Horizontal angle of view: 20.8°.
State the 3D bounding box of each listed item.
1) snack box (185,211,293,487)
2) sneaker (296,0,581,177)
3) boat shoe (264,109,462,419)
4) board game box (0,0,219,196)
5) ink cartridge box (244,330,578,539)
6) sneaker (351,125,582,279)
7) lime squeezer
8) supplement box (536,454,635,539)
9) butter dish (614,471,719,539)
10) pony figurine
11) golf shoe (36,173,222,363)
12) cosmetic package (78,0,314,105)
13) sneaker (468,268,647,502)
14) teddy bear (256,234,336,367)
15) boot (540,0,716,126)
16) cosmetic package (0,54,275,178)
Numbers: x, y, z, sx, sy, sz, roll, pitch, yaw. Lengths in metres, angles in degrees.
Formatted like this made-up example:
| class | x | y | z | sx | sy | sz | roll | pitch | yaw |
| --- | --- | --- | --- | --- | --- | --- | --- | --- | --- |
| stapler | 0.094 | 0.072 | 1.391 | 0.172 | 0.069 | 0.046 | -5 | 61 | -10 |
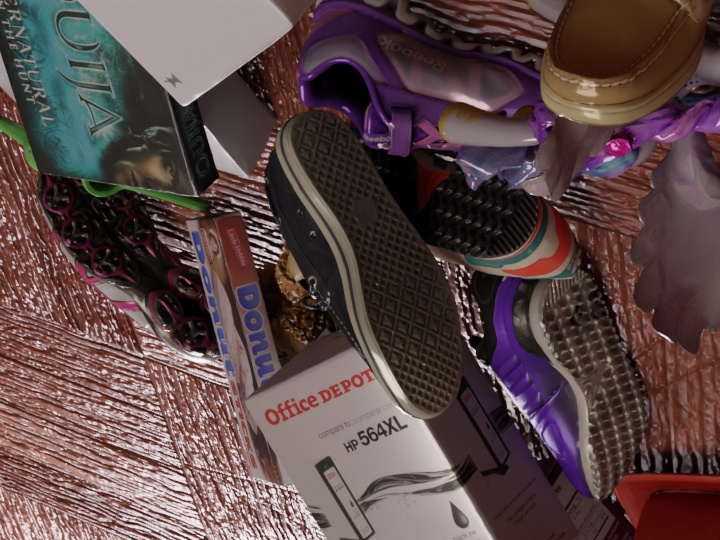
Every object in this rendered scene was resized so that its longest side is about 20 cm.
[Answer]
| class | x | y | z | sx | sy | sz | roll | pitch | yaw |
| --- | --- | --- | --- | --- | --- | --- | --- | --- | --- |
| snack box | -0.083 | 0.057 | 1.441 | 0.072 | 0.024 | 0.202 | 0 | 105 | 69 |
| sneaker | 0.044 | -0.098 | 1.174 | 0.199 | 0.089 | 0.081 | 27 | 145 | 12 |
| boat shoe | 0.000 | 0.000 | 1.197 | 0.201 | 0.074 | 0.062 | 62 | 144 | 8 |
| board game box | -0.168 | -0.143 | 1.200 | 0.134 | 0.028 | 0.201 | 10 | 128 | 33 |
| ink cartridge box | 0.033 | 0.134 | 1.352 | 0.146 | 0.084 | 0.201 | -28 | 96 | 43 |
| sneaker | 0.057 | -0.033 | 1.259 | 0.199 | 0.071 | 0.093 | 19 | 171 | 45 |
| lime squeezer | -0.202 | -0.076 | 1.416 | 0.199 | 0.038 | 0.071 | 22 | 170 | -6 |
| supplement box | 0.155 | 0.248 | 1.491 | 0.200 | 0.103 | 0.131 | 47 | 146 | -15 |
| butter dish | 0.264 | 0.246 | 1.347 | 0.199 | 0.148 | 0.200 | -3 | 130 | 45 |
| pony figurine | 0.138 | -0.079 | 1.013 | 0.199 | 0.194 | 0.167 | 10 | 149 | 48 |
| golf shoe | -0.178 | -0.003 | 1.512 | 0.200 | 0.073 | 0.092 | 47 | 160 | -4 |
| cosmetic package | -0.083 | -0.235 | 1.016 | 0.199 | 0.200 | 0.123 | 44 | 146 | -14 |
| sneaker | 0.126 | 0.067 | 1.333 | 0.099 | 0.070 | 0.201 | 15 | 138 | 41 |
| teddy bear | -0.025 | 0.047 | 1.454 | 0.144 | 0.067 | 0.201 | 16 | 135 | 21 |
| boot | 0.137 | -0.176 | 0.887 | 0.072 | 0.200 | 0.156 | 21 | 143 | 24 |
| cosmetic package | -0.174 | -0.137 | 1.319 | 0.199 | 0.052 | 0.151 | 17 | 166 | 27 |
